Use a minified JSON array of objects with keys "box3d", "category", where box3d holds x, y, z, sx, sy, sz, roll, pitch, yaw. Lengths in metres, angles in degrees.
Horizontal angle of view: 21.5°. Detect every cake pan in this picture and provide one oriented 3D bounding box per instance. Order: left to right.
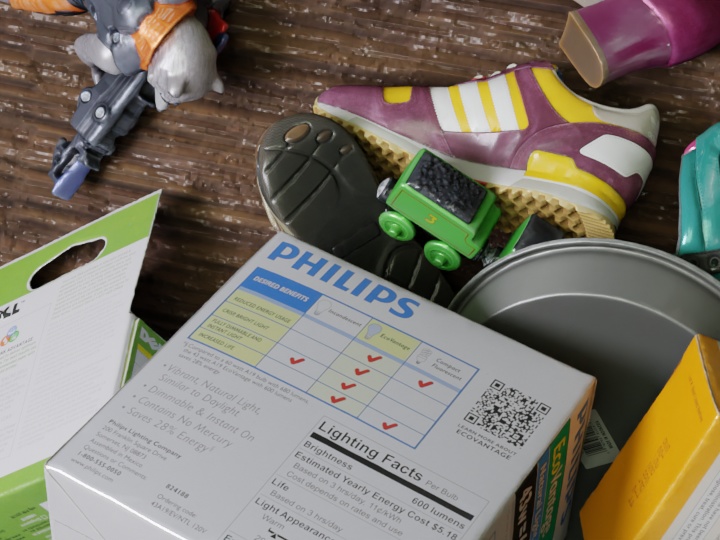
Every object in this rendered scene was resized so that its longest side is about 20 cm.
[{"box3d":[0.129,0.078,1.012,0.200,0.037,0.201,10,123,15],"category":"cake pan"}]

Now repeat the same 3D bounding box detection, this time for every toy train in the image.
[{"box3d":[0.099,0.002,1.030,0.200,0.056,0.042,32,59,-4],"category":"toy train"}]

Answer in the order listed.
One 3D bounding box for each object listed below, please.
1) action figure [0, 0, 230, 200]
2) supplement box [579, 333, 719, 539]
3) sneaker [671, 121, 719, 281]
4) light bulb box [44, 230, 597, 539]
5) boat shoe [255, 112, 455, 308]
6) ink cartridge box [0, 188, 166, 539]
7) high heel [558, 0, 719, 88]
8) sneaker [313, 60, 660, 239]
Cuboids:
[{"box3d":[-0.163,-0.146,1.121,0.193,0.105,0.200,35,98,25],"category":"action figure"},{"box3d":[0.228,0.129,0.949,0.200,0.074,0.126,22,118,-13],"category":"supplement box"},{"box3d":[0.219,0.006,1.003,0.120,0.084,0.201,-20,77,12],"category":"sneaker"},{"box3d":[-0.017,0.114,0.945,0.198,0.200,0.125,25,137,21],"category":"light bulb box"},{"box3d":[0.000,0.000,1.084,0.076,0.074,0.200,-26,102,-11],"category":"boat shoe"},{"box3d":[-0.162,0.067,1.111,0.148,0.076,0.200,-24,40,30],"category":"ink cartridge box"},{"box3d":[0.128,-0.197,1.057,0.096,0.067,0.200,-22,65,-17],"category":"high heel"},{"box3d":[0.071,-0.079,1.067,0.200,0.075,0.090,21,69,25],"category":"sneaker"}]
